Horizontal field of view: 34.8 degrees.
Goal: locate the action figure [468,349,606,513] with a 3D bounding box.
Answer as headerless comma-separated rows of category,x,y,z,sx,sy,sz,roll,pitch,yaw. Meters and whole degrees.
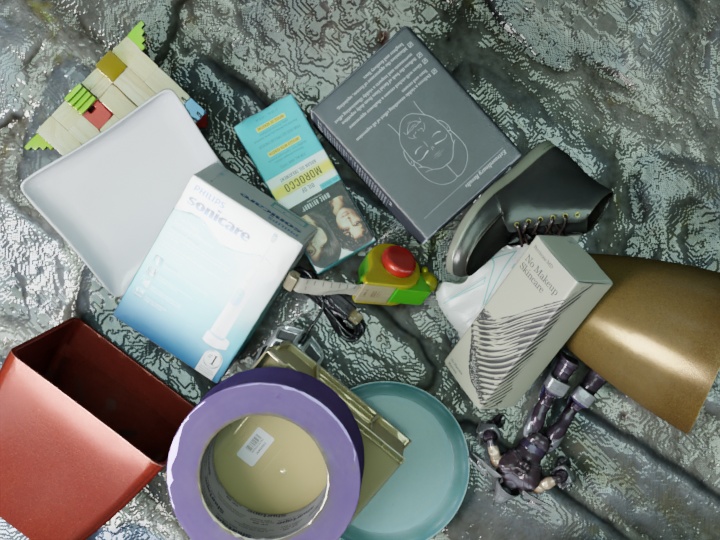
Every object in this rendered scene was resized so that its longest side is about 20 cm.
action figure,0.211,0.196,1.349,0.130,0.069,0.200,33,92,-7

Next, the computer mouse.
computer mouse,-0.085,0.102,1.350,0.110,0.044,0.200,36,97,-3

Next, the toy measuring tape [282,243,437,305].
toy measuring tape,0.000,0.000,1.330,0.200,0.074,0.074,6,88,-27

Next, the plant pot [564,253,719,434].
plant pot,0.318,0.059,1.308,0.200,0.186,0.187,25,88,16

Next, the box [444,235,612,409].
box,0.184,0.059,1.277,0.082,0.068,0.200,53,125,34

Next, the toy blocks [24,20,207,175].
toy blocks,-0.274,-0.170,1.345,0.137,0.100,0.200,44,88,-11

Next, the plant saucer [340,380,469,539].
plant saucer,0.029,0.230,1.364,0.200,0.027,0.200,0,89,0

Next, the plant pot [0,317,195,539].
plant pot,-0.323,0.195,1.287,0.200,0.200,0.176,38,100,0

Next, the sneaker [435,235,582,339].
sneaker,0.176,-0.006,1.350,0.200,0.070,0.080,-39,87,-1

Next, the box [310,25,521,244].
box,0.062,-0.153,1.333,0.148,0.107,0.200,-41,89,-2

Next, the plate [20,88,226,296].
plate,-0.254,-0.089,1.320,0.199,0.032,0.200,-34,130,-2

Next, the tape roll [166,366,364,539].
tape roll,-0.097,0.206,1.205,0.200,0.085,0.200,0,97,2

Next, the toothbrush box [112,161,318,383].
toothbrush box,-0.165,0.001,1.309,0.146,0.085,0.200,32,109,0

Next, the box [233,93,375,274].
box,-0.066,-0.100,1.359,0.082,0.049,0.200,-30,89,-1

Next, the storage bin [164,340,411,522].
storage bin,-0.082,0.215,1.295,0.198,0.094,0.200,40,97,-2

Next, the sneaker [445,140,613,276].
sneaker,0.191,-0.052,1.300,0.106,0.075,0.200,38,76,24
